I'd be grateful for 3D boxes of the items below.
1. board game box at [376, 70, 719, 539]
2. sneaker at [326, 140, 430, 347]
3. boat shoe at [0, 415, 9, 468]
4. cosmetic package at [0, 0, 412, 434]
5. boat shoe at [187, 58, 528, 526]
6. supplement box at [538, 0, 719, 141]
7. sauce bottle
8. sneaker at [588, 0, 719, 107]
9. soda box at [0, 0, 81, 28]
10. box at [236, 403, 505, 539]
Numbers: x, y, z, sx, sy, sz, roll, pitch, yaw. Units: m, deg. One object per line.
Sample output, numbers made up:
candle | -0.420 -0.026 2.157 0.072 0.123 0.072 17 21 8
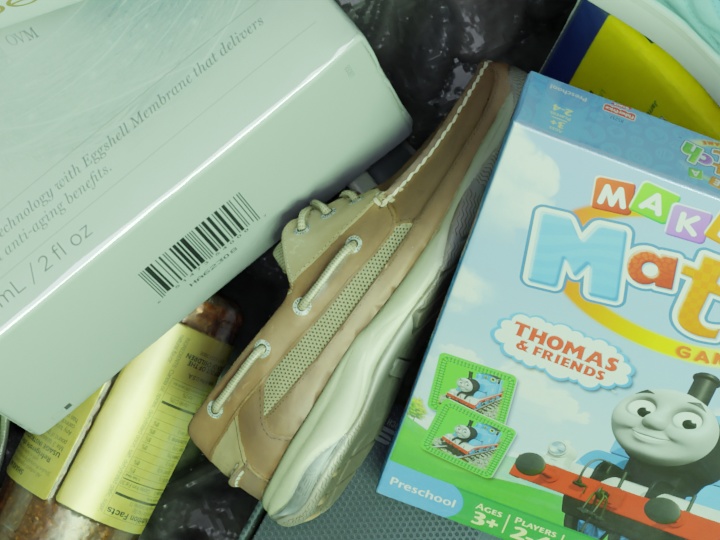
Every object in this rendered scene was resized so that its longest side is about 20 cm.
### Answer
board game box | 0.102 0.034 1.013 0.151 0.037 0.200 20 132 2
sneaker | 0.059 -0.019 1.146 0.106 0.075 0.200 -43 87 -19
boat shoe | -0.193 0.094 1.128 0.074 0.066 0.200 17 91 -3
cosmetic package | -0.123 -0.082 1.068 0.199 0.123 0.200 -40 72 -1
boat shoe | 0.000 0.000 1.061 0.072 0.076 0.200 31 85 11
supplement box | 0.171 -0.030 1.077 0.109 0.110 0.200 -31 72 -31
sauce bottle | -0.118 0.091 1.135 0.066 0.066 0.200 28 92 -4
sneaker | 0.133 -0.123 1.008 0.200 0.082 0.074 42 55 12
soda box | -0.148 -0.123 0.976 0.200 0.064 0.068 -17 75 13
box | 0.038 0.156 1.092 0.200 0.051 0.158 28 72 5
